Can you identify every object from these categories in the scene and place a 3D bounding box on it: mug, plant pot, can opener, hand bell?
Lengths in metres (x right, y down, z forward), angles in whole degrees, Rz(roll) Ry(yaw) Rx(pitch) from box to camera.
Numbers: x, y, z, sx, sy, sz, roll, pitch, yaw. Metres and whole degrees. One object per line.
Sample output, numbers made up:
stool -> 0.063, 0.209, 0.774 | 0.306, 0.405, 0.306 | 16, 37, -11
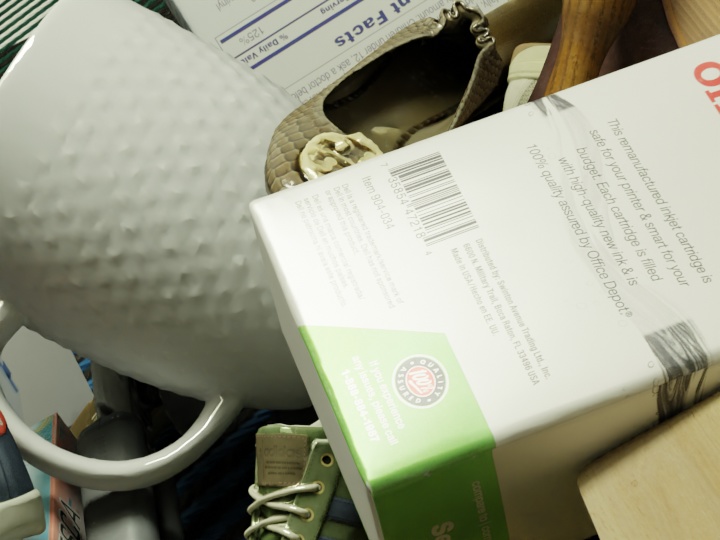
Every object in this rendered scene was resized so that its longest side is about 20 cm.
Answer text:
mug -> -0.088, 0.001, 0.969 | 0.200, 0.175, 0.148 | -60, -2, -18
plant pot -> 0.040, -0.091, 1.187 | 0.200, 0.028, 0.200 | -32, -3, -2
can opener -> -0.089, 0.082, 0.993 | 0.067, 0.053, 0.200 | -27, 37, 8
hand bell -> 0.088, -0.070, 0.941 | 0.104, 0.104, 0.200 | 16, 88, 61

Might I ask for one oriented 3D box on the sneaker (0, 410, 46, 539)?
sneaker -> -0.216, 0.089, 0.951 | 0.200, 0.085, 0.075 | -16, 1, 35

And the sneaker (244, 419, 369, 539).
sneaker -> -0.023, 0.100, 0.872 | 0.067, 0.090, 0.200 | -2, 37, 49

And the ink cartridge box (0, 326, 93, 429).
ink cartridge box -> -0.247, 0.093, 1.131 | 0.146, 0.086, 0.200 | -20, 14, 26

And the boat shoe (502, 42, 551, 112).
boat shoe -> 0.148, -0.067, 1.048 | 0.200, 0.072, 0.065 | 8, 80, 42

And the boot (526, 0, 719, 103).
boot -> 0.099, -0.100, 1.003 | 0.166, 0.072, 0.200 | -50, 56, 18

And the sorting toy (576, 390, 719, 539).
sorting toy -> 0.185, 0.084, 0.671 | 0.198, 0.070, 0.200 | -29, 23, 6

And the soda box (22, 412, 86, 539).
soda box -> -0.140, 0.143, 0.962 | 0.063, 0.068, 0.200 | -30, 23, 7

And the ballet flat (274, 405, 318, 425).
ballet flat -> 0.000, 0.000, 1.081 | 0.073, 0.073, 0.200 | -13, 29, 38

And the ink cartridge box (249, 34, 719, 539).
ink cartridge box -> 0.078, 0.014, 0.818 | 0.200, 0.084, 0.146 | -20, 50, -6

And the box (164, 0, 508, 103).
box -> -0.021, -0.180, 1.282 | 0.184, 0.200, 0.105 | -32, -3, -4

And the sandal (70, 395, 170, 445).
sandal -> -0.077, 0.043, 1.121 | 0.200, 0.054, 0.080 | -55, 22, -15

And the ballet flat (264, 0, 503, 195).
ballet flat -> 0.017, -0.069, 0.944 | 0.046, 0.067, 0.200 | -56, -6, 33
